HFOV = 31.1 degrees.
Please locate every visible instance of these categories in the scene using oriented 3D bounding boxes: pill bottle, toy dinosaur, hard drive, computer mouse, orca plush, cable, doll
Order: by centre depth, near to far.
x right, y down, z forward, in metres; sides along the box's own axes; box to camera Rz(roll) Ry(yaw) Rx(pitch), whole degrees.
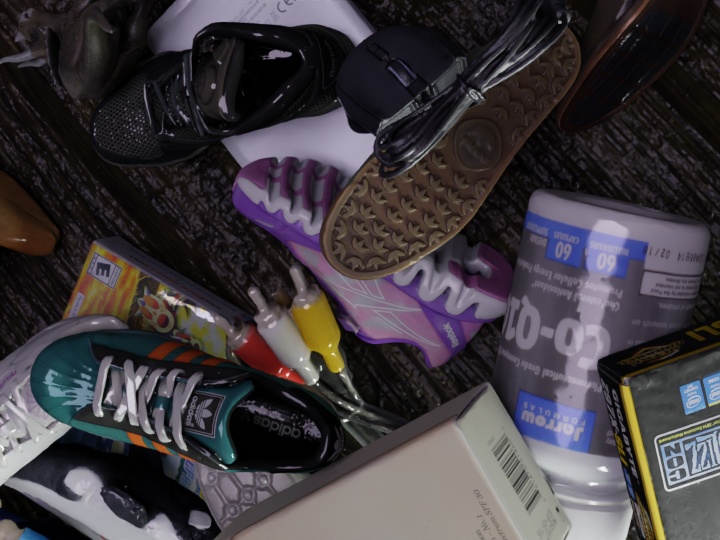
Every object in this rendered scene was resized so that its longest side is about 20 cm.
[{"bbox_3d":[0.044,-0.130,0.751,0.140,0.200,0.046,-39,107,5],"label":"computer mouse"},{"bbox_3d":[0.139,0.059,0.798,0.112,0.114,0.203,13,99,17],"label":"pill bottle"},{"bbox_3d":[-0.020,0.087,0.853,0.096,0.050,0.201,-28,108,26],"label":"cable"},{"bbox_3d":[-0.176,-0.154,0.877,0.103,0.076,0.200,-63,32,8],"label":"toy dinosaur"},{"bbox_3d":[-0.045,-0.128,0.889,0.132,0.025,0.201,-41,81,17],"label":"hard drive"},{"bbox_3d":[-0.169,0.147,0.904,0.197,0.106,0.072,12,54,27],"label":"orca plush"},{"bbox_3d":[-0.223,0.204,0.929,0.198,0.136,0.049,15,73,38],"label":"doll"}]

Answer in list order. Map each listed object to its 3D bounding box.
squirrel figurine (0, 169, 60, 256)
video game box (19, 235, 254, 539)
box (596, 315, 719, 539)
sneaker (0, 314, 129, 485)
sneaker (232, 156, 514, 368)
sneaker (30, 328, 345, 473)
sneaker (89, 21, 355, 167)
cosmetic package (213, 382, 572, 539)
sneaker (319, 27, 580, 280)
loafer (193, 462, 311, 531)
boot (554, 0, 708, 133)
[{"bbox_3d":[-0.362,-0.018,0.954,0.201,0.142,0.186,49,122,-2],"label":"squirrel figurine"},{"bbox_3d":[-0.149,0.107,0.936,0.180,0.047,0.202,27,103,12],"label":"video game box"},{"bbox_3d":[0.248,0.099,0.743,0.197,0.049,0.162,-18,101,-6],"label":"box"},{"bbox_3d":[-0.229,0.089,0.834,0.075,0.200,0.099,52,151,-10],"label":"sneaker"},{"bbox_3d":[0.000,0.000,0.845,0.198,0.081,0.089,27,121,-5],"label":"sneaker"},{"bbox_3d":[-0.104,0.078,0.783,0.197,0.080,0.073,12,85,-7],"label":"sneaker"},{"bbox_3d":[-0.108,-0.116,0.840,0.196,0.114,0.078,-10,90,22],"label":"sneaker"},{"bbox_3d":[0.013,0.161,0.770,0.199,0.073,0.104,-33,89,26],"label":"cosmetic package"},{"bbox_3d":[0.050,-0.072,0.801,0.067,0.090,0.200,45,85,-9],"label":"sneaker"},{"bbox_3d":[-0.035,0.182,0.879,0.070,0.070,0.200,-41,91,8],"label":"loafer"},{"bbox_3d":[0.167,-0.188,0.805,0.201,0.074,0.097,-54,53,25],"label":"boot"}]
